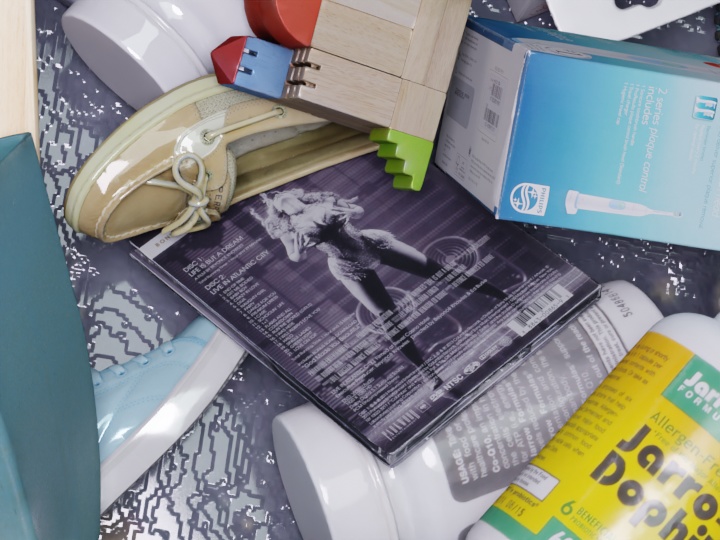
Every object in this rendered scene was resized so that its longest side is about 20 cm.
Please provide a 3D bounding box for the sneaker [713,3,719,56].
[{"bbox_3d":[0.238,-0.192,1.256,0.086,0.078,0.201,-7,87,-22],"label":"sneaker"}]

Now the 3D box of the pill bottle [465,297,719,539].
[{"bbox_3d":[0.153,0.093,1.048,0.113,0.113,0.200,43,83,1],"label":"pill bottle"}]

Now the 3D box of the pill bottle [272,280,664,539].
[{"bbox_3d":[0.063,0.087,1.141,0.199,0.114,0.114,-18,82,-13],"label":"pill bottle"}]

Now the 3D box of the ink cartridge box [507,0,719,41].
[{"bbox_3d":[0.119,-0.217,1.234,0.115,0.068,0.201,-21,82,-11],"label":"ink cartridge box"}]

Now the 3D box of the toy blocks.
[{"bbox_3d":[-0.013,-0.154,1.096,0.136,0.100,0.201,16,88,-21],"label":"toy blocks"}]

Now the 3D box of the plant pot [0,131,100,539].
[{"bbox_3d":[-0.202,0.065,1.025,0.141,0.141,0.201,-12,110,14],"label":"plant pot"}]

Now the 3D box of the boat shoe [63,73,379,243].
[{"bbox_3d":[-0.057,-0.061,1.141,0.200,0.073,0.063,-26,64,-29],"label":"boat shoe"}]

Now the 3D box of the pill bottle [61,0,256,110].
[{"bbox_3d":[-0.061,-0.174,1.175,0.112,0.112,0.200,41,76,1],"label":"pill bottle"}]

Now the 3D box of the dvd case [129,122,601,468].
[{"bbox_3d":[0.000,0.000,1.137,0.149,0.016,0.200,-37,56,-24],"label":"dvd case"}]

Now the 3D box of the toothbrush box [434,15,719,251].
[{"bbox_3d":[0.153,-0.066,1.124,0.199,0.146,0.086,9,101,-11],"label":"toothbrush box"}]

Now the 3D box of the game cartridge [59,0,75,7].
[{"bbox_3d":[-0.190,-0.252,1.210,0.200,0.040,0.133,39,79,0],"label":"game cartridge"}]

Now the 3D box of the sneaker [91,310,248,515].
[{"bbox_3d":[-0.136,0.072,1.133,0.082,0.074,0.200,46,75,-3],"label":"sneaker"}]

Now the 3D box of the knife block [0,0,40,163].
[{"bbox_3d":[-0.190,-0.049,1.102,0.064,0.200,0.176,-2,49,-10],"label":"knife block"}]
